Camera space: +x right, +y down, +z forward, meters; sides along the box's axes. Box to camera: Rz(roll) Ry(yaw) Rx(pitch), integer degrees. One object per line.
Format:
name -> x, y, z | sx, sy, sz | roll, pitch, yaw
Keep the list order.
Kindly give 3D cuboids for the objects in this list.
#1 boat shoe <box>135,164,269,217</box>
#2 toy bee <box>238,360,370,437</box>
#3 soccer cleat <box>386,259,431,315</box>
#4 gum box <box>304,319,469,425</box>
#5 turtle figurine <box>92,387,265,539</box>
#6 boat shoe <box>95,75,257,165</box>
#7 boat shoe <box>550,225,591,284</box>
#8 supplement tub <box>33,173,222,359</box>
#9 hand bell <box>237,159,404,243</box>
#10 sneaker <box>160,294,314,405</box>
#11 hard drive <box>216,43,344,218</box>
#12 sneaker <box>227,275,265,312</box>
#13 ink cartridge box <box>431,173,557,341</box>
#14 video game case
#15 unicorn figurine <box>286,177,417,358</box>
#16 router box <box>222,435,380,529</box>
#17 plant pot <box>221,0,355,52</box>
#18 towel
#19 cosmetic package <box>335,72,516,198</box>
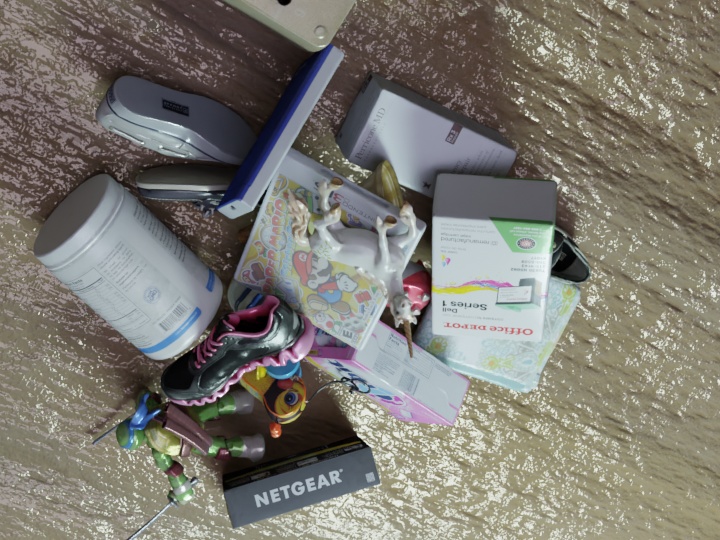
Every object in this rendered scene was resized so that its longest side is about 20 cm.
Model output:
boat shoe -> -0.171, -0.087, 1.487 | 0.198, 0.073, 0.063 | -1, 116, -21
toy bee -> -0.107, 0.144, 1.549 | 0.109, 0.198, 0.131 | -61, 148, -22
soccer cleat -> 0.000, 0.000, 1.542 | 0.198, 0.077, 0.067 | 15, 131, -23
gum box -> 0.029, 0.125, 1.599 | 0.199, 0.113, 0.067 | 35, 68, -31
turtle figurine -> -0.234, 0.220, 1.592 | 0.192, 0.144, 0.202 | -4, 123, -30
boat shoe -> -0.212, -0.162, 1.445 | 0.199, 0.073, 0.066 | 14, 146, -36
boat shoe -> 0.230, -0.035, 1.587 | 0.199, 0.064, 0.071 | 22, 112, -43
supplement tub -> -0.271, -0.002, 1.467 | 0.132, 0.132, 0.200 | -40, 117, 7
hand bell -> -0.053, -0.061, 1.476 | 0.198, 0.104, 0.105 | -11, 119, 14
sneaker -> -0.158, 0.087, 1.466 | 0.199, 0.079, 0.096 | -27, 140, 8
hard drive -> -0.093, -0.154, 1.400 | 0.025, 0.132, 0.201 | 32, 79, -13
sneaker -> -0.065, 0.035, 1.565 | 0.198, 0.088, 0.076 | -10, 116, -11
ink cartridge box -> 0.160, -0.012, 1.509 | 0.143, 0.084, 0.201 | 4, 134, 7
video game case -> -0.040, -0.021, 1.444 | 0.181, 0.023, 0.201 | 29, 129, 4
unicorn figurine -> 0.009, -0.020, 1.374 | 0.074, 0.199, 0.138 | -42, 156, -38
router box -> -0.081, 0.275, 1.634 | 0.198, 0.157, 0.053 | -16, 90, -6
plant pot -> -0.076, -0.347, 1.327 | 0.199, 0.177, 0.201 | 28, 106, -25
towel -> 0.183, 0.064, 1.668 | 0.198, 0.048, 0.173 | 18, 106, -22
cosmetic package -> 0.080, -0.152, 1.521 | 0.198, 0.074, 0.102 | 20, 110, -23
